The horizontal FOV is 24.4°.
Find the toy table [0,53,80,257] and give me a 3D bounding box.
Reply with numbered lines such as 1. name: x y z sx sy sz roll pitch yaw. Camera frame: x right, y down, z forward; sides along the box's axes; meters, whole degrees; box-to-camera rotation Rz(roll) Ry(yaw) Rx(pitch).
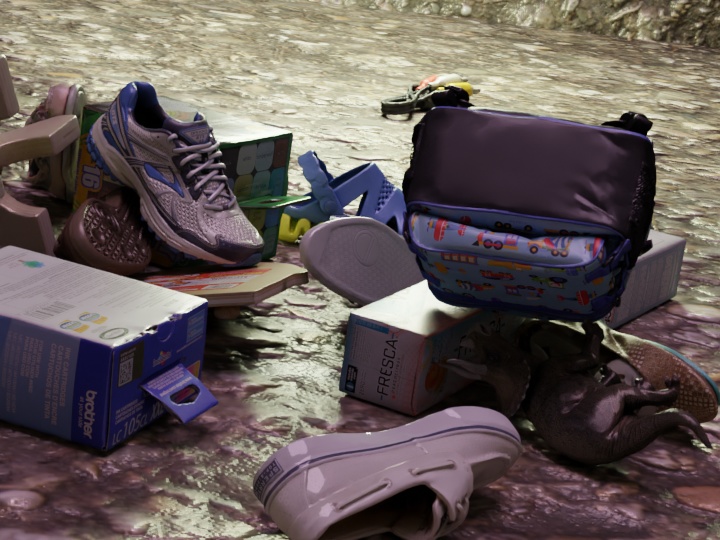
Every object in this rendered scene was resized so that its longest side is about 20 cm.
1. toy table: -0.323 -0.088 1.379 0.116 0.185 0.201 -1 37 20

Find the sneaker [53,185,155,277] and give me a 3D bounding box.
1. sneaker: -0.215 -0.015 1.354 0.071 0.075 0.200 51 9 -4

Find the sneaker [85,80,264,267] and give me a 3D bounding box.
1. sneaker: -0.147 -0.082 1.368 0.200 0.086 0.077 43 29 21

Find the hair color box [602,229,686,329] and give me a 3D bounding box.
1. hair color box: 0.217 0.002 1.529 0.098 0.061 0.200 17 17 28

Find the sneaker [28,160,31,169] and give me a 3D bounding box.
1. sneaker: -0.233 -0.120 1.700 0.198 0.072 0.113 5 19 -6

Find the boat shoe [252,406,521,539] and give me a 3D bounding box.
1. boat shoe: 0.031 0.132 0.996 0.199 0.071 0.070 -2 45 -43

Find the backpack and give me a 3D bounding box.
1. backpack: 0.128 -0.032 1.238 0.181 0.136 0.200 9 -19 13

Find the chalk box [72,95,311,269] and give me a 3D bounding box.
1. chalk box: -0.142 -0.072 1.490 0.199 0.125 0.124 18 18 28

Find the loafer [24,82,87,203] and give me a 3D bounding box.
1. loafer: -0.286 -0.115 1.536 0.062 0.073 0.200 11 -21 -2

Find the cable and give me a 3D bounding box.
1. cable: 0.080 -0.255 2.358 0.097 0.051 0.199 18 18 34

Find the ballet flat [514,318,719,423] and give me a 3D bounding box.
1. ballet flat: 0.188 0.079 1.271 0.065 0.071 0.200 -29 29 -21

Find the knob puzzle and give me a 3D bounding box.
1. knob puzzle: -0.134 0.021 1.313 0.217 0.031 0.220 -6 7 1

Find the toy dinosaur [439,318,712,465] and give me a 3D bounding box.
1. toy dinosaur: 0.160 0.099 1.164 0.102 0.077 0.200 -38 50 -20

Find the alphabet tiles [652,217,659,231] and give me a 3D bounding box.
1. alphabet tiles: 0.236 -0.069 1.881 0.198 0.006 0.167 9 16 2

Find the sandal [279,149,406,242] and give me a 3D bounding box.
1. sandal: 0.006 -0.064 1.603 0.198 0.088 0.080 7 14 -10

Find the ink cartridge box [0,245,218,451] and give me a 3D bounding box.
1. ink cartridge box: -0.193 0.052 1.116 0.198 0.077 0.136 13 17 20

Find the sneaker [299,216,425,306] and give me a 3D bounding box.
1. sneaker: 0.000 0.000 1.366 0.099 0.071 0.199 -5 -9 42

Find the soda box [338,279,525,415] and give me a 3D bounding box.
1. soda box: 0.061 0.050 1.279 0.068 0.064 0.200 16 17 25
